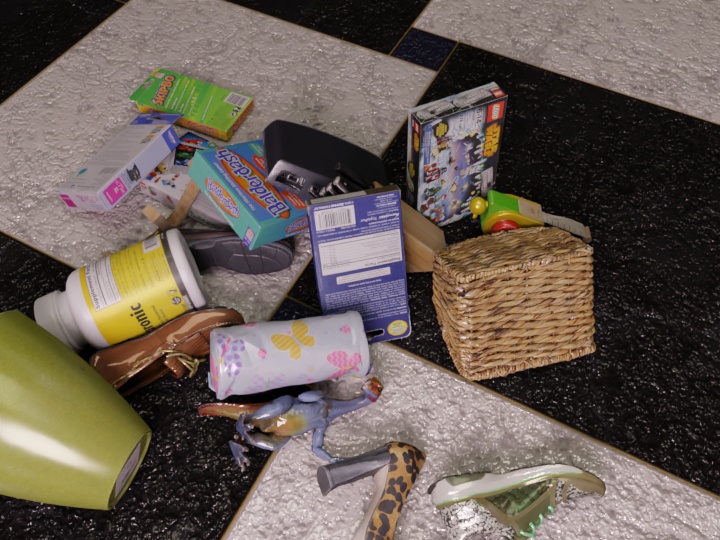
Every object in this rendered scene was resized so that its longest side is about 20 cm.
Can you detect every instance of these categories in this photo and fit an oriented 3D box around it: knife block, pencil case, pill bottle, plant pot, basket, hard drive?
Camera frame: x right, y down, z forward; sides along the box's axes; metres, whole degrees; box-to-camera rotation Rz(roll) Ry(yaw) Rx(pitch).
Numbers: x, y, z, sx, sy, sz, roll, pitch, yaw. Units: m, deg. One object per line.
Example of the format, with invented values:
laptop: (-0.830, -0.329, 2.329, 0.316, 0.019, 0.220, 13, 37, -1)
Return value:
knife block: (0.028, -0.073, 0.937, 0.194, 0.177, 0.065, -3, 52, -3)
pencil case: (-0.086, 0.102, 0.840, 0.195, 0.091, 0.085, -5, 61, -19)
pill bottle: (-0.305, 0.034, 0.888, 0.196, 0.112, 0.113, -23, 55, -7)
plant pot: (-0.340, 0.174, 0.764, 0.196, 0.188, 0.189, 25, 55, 0)
basket: (0.198, 0.037, 0.929, 0.195, 0.153, 0.143, -13, 20, -10)
hard drive: (-0.045, -0.149, 1.007, 0.196, 0.043, 0.137, 16, 40, -25)

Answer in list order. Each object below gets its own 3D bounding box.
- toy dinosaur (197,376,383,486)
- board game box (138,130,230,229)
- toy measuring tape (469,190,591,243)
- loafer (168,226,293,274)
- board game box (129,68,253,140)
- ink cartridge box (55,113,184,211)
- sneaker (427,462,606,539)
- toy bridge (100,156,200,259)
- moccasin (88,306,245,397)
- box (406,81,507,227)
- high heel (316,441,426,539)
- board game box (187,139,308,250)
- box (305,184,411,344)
toy dinosaur: (-0.068, 0.158, 0.823, 0.179, 0.107, 0.199, -21, 43, -38)
board game box: (-0.228, -0.134, 1.069, 0.197, 0.035, 0.127, 26, 57, 18)
toy measuring tape: (0.242, -0.064, 1.020, 0.196, 0.074, 0.075, 16, 50, -18)
loafer: (-0.190, -0.039, 0.979, 0.194, 0.073, 0.064, -1, 48, 3)
board game box: (-0.291, -0.288, 1.191, 0.196, 0.030, 0.097, 22, 55, 12)
ink cartridge box: (-0.361, -0.171, 1.068, 0.117, 0.042, 0.202, 7, 51, 37)
sneaker: (0.174, 0.267, 0.760, 0.195, 0.077, 0.091, -7, 66, 1)
toy bridge: (-0.289, -0.071, 0.995, 0.027, 0.067, 0.201, 38, 82, 14)
moccasin: (-0.236, 0.106, 0.866, 0.198, 0.074, 0.079, -21, 65, -19)
box: (0.132, -0.154, 0.984, 0.134, 0.203, 0.040, -21, 50, -16)
high heel: (0.045, 0.288, 0.747, 0.140, 0.071, 0.204, -6, 64, -33)
board game box: (-0.123, -0.119, 0.989, 0.152, 0.045, 0.198, 48, 40, 16)
box: (0.000, 0.000, 0.890, 0.118, 0.205, 0.032, -10, 22, -9)
